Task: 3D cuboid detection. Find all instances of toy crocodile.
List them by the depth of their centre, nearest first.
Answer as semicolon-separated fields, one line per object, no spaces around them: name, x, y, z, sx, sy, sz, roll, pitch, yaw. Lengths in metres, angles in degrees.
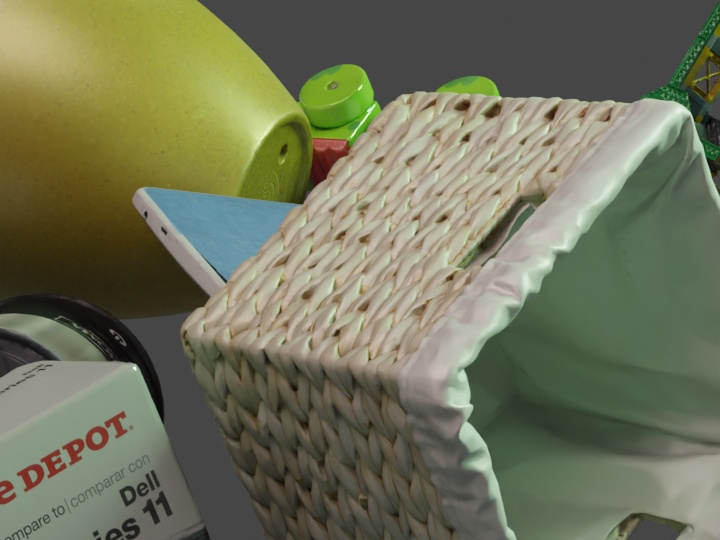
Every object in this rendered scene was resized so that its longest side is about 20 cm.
toy crocodile;0.021;-0.061;1.557;0.199;0.068;0.062;7;43;33

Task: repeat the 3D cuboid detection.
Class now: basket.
basket;0.055;0.051;1.274;0.160;0.200;0.198;10;44;39

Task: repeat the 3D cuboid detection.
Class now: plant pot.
plant pot;-0.108;-0.056;1.532;0.142;0.200;0.200;19;47;18

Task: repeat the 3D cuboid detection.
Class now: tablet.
tablet;0.000;0.000;1.433;0.199;0.014;0.130;6;23;-31

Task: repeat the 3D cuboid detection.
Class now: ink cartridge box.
ink cartridge box;-0.126;0.153;1.192;0.146;0.201;0.083;-30;14;-32

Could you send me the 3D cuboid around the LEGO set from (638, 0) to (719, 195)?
LEGO set;0.242;-0.067;1.452;0.200;0.116;0.154;17;78;46

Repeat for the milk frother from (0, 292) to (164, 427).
milk frother;-0.205;0.096;1.354;0.180;0.200;0.188;29;5;3
